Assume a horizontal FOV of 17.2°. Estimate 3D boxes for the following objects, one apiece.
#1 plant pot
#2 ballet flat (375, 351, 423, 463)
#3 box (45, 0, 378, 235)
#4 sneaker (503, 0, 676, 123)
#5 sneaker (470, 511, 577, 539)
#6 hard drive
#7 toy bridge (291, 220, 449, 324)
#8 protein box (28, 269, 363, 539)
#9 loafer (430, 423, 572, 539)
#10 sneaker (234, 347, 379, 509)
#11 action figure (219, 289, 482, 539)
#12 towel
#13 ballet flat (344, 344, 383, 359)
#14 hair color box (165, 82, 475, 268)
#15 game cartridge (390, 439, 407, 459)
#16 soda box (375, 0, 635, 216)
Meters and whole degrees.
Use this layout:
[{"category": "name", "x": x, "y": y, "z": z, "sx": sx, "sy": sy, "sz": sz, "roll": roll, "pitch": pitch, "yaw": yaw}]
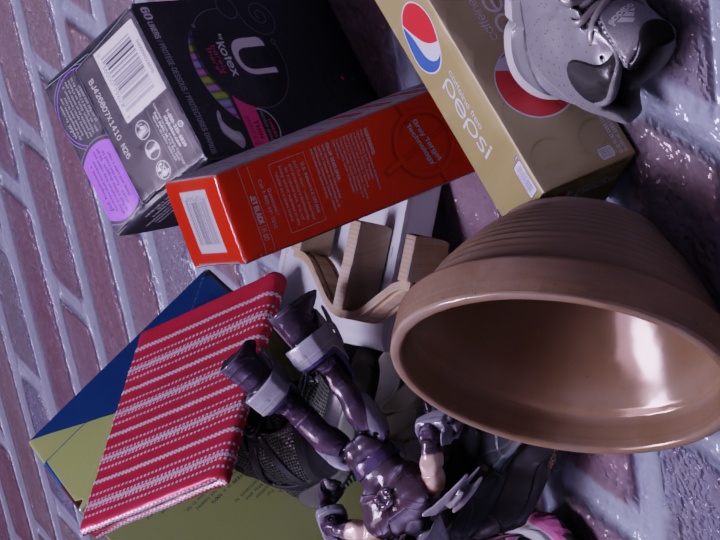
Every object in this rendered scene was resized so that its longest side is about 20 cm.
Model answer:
[{"category": "plant pot", "x": 0.123, "y": 0.022, "z": 1.357, "sx": 0.201, "sy": 0.200, "sz": 0.093, "roll": 115, "pitch": 169, "yaw": -62}, {"category": "ballet flat", "x": 0.036, "y": 0.091, "z": 1.722, "sx": 0.068, "sy": 0.068, "sz": 0.201, "roll": 49, "pitch": 153, "yaw": 35}, {"category": "box", "x": -0.093, "y": -0.111, "z": 1.626, "sx": 0.106, "sy": 0.199, "sz": 0.123, "roll": -36, "pitch": 75, "yaw": 37}, {"category": "sneaker", "x": 0.123, "y": -0.164, "z": 1.276, "sx": 0.115, "sy": 0.075, "sz": 0.201, "roll": 36, "pitch": 153, "yaw": 45}, {"category": "sneaker", "x": 0.086, "y": 0.218, "z": 1.683, "sx": 0.081, "sy": 0.086, "sz": 0.200, "roll": 55, "pitch": 159, "yaw": 0}, {"category": "hard drive", "x": -0.005, "y": -0.015, "z": 1.695, "sx": 0.200, "sy": 0.026, "sz": 0.133, "roll": 9, "pitch": 88, "yaw": 65}, {"category": "toy bridge", "x": 0.000, "y": 0.000, "z": 1.612, "sx": 0.200, "sy": 0.027, "sz": 0.068, "roll": 15, "pitch": 94, "yaw": 64}, {"category": "protein box", "x": -0.107, "y": 0.151, "z": 1.846, "sx": 0.200, "sy": 0.198, "sz": 0.135, "roll": 49, "pitch": 175, "yaw": -31}, {"category": "loafer", "x": 0.109, "y": 0.104, "z": 1.566, "sx": 0.200, "sy": 0.072, "sz": 0.073, "roll": -58, "pitch": 37, "yaw": 43}, {"category": "sneaker", "x": -0.050, "y": 0.104, "z": 1.685, "sx": 0.200, "sy": 0.114, "sz": 0.077, "roll": 118, "pitch": 171, "yaw": -64}, {"category": "action figure", "x": 0.001, "y": 0.113, "z": 1.566, "sx": 0.200, "sy": 0.130, "sz": 0.069, "roll": 51, "pitch": -168, "yaw": 3}, {"category": "towel", "x": -0.124, "y": 0.095, "z": 1.708, "sx": 0.144, "sy": 0.201, "sz": 0.022, "roll": -25, "pitch": 125, "yaw": 34}, {"category": "ballet flat", "x": -0.024, "y": 0.061, "z": 1.865, "sx": 0.200, "sy": 0.046, "sz": 0.068, "roll": 44, "pitch": 148, "yaw": 46}, {"category": "hair color box", "x": -0.012, "y": -0.064, "z": 1.502, "sx": 0.101, "sy": 0.199, "sz": 0.062, "roll": -2, "pitch": 110, "yaw": 68}, {"category": "game cartridge", "x": 0.038, "y": 0.228, "z": 1.682, "sx": 0.134, "sy": 0.040, "sz": 0.201, "roll": 88, "pitch": 170, "yaw": -65}, {"category": "soda box", "x": 0.078, "y": -0.125, "z": 1.408, "sx": 0.201, "sy": 0.067, "sz": 0.064, "roll": 61, "pitch": 158, "yaw": 16}]
